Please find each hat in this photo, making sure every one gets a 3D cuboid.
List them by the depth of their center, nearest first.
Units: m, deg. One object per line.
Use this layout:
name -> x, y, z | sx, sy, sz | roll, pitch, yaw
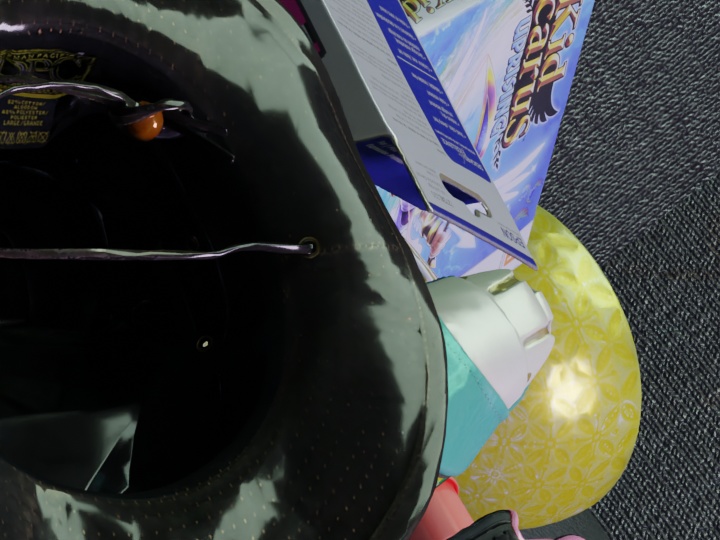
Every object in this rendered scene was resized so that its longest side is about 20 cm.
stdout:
hat -> -0.079, 0.011, 0.678 | 0.199, 0.081, 0.202 | 16, 56, -25

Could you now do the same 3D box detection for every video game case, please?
video game case -> 0.020, -0.047, 1.188 | 0.045, 0.181, 0.201 | 35, -44, 23

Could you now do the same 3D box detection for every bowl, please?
bowl -> 0.045, 0.062, 1.552 | 0.107, 0.200, 0.201 | -24, 70, -42

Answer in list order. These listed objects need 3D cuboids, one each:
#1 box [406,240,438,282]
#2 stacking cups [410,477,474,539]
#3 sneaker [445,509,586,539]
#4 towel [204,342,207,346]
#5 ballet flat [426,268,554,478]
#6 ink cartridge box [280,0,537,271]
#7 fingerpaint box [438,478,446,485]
box -> 0.000, 0.000, 1.069 | 0.039, 0.041, 0.200 | 53, 2, 16
stacking cups -> -0.001, 0.080, 1.445 | 0.061, 0.060, 0.201 | 48, 10, -52
sneaker -> 0.066, 0.152, 1.155 | 0.079, 0.095, 0.200 | 51, 1, 28
towel -> -0.066, 0.029, 0.810 | 0.148, 0.036, 0.201 | 45, 22, -79
ballet flat -> 0.032, 0.026, 0.963 | 0.068, 0.070, 0.200 | 53, 3, 1
ink cartridge box -> -0.007, -0.085, 1.015 | 0.095, 0.037, 0.201 | 26, 32, -61
fingerpaint box -> -0.048, 0.034, 1.024 | 0.167, 0.073, 0.200 | 53, 3, 4
